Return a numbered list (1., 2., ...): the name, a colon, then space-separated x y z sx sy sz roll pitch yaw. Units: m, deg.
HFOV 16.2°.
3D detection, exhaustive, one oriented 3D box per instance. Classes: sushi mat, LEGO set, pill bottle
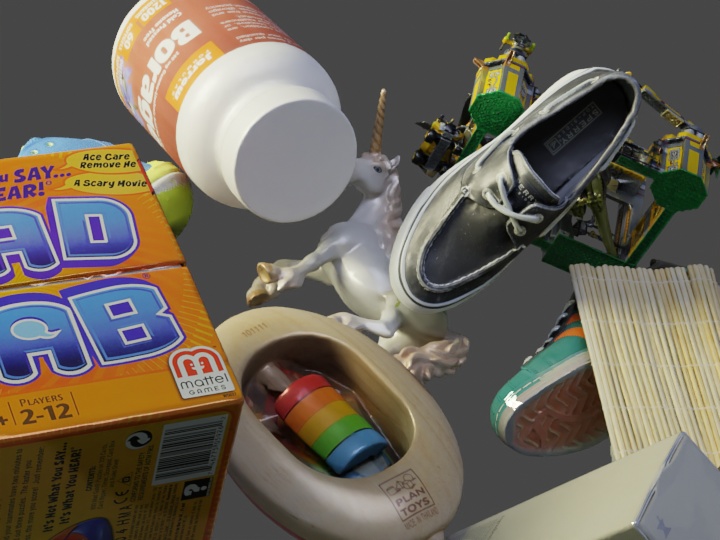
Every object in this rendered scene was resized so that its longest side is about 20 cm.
1. sushi mat: 0.189 0.058 1.561 0.095 0.012 0.200 -1 38 -5
2. LEGO set: 0.140 -0.088 1.707 0.199 0.154 0.116 17 44 -3
3. pill bottle: -0.080 -0.109 1.651 0.112 0.113 0.200 -9 28 -23

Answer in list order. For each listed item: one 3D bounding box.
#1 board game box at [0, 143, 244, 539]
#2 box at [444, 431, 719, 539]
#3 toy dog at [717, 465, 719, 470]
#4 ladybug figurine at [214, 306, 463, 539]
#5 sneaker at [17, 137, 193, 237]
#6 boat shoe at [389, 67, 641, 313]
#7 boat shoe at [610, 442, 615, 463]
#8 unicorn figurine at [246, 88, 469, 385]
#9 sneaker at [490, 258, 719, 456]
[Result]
1. board game box: -0.203 0.078 1.414 0.199 0.200 0.200 -9 49 -23
2. box: 0.117 0.166 1.411 0.068 0.200 0.082 48 46 -13
3. toy dog: 0.215 0.193 1.426 0.139 0.194 0.200 21 53 18
4. ladybug figurine: -0.020 0.107 1.524 0.136 0.072 0.200 -24 56 -29
5. sneaker: -0.207 -0.029 1.620 0.105 0.076 0.200 32 39 33
6. boat shoe: 0.099 -0.050 1.582 0.200 0.068 0.072 -42 98 -5
7. boat shoe: 0.222 0.086 1.614 0.202 0.075 0.065 -25 51 -38
8. unicorn figurine: 0.000 0.000 1.646 0.137 0.074 0.200 -22 71 -32
9. sneaker: 0.150 0.053 1.633 0.200 0.072 0.080 -26 42 -31
